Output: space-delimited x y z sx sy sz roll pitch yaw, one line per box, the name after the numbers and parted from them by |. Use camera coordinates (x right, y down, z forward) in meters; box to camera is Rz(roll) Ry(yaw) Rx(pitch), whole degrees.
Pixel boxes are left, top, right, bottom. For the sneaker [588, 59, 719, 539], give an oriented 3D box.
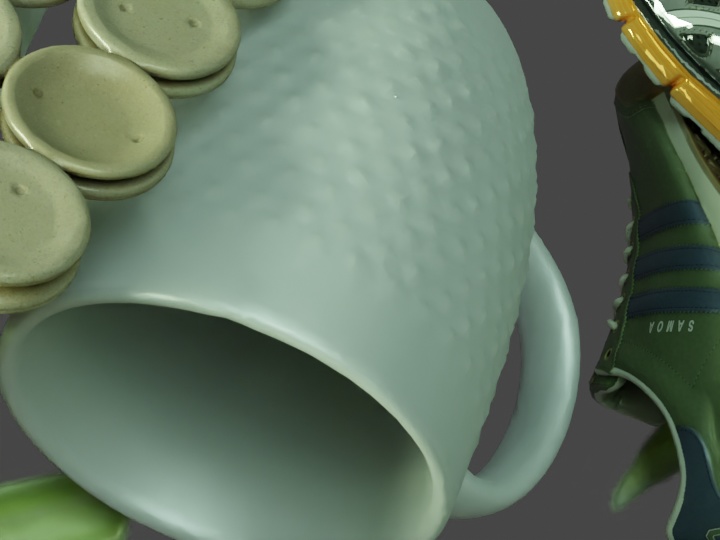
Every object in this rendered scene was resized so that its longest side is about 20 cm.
0.113 0.013 0.838 0.067 0.090 0.200 31 29 -45 | sneaker

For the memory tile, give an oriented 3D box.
-0.111 -0.080 0.667 0.153 0.017 0.200 29 43 2 | memory tile

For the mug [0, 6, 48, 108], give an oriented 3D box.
-0.194 -0.100 0.765 0.175 0.148 0.200 26 35 -10 | mug

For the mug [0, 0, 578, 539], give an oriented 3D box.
0.000 0.000 0.774 0.200 0.148 0.175 42 51 -28 | mug

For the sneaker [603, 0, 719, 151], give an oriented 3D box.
0.158 -0.068 0.828 0.200 0.077 0.078 52 24 15 | sneaker
